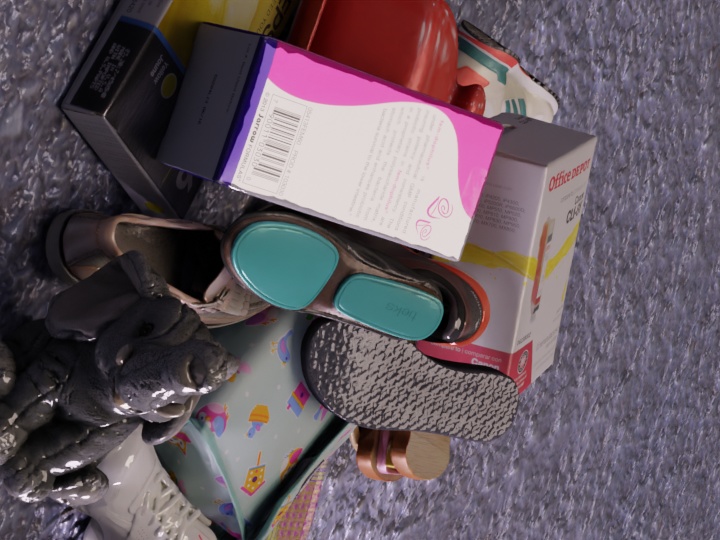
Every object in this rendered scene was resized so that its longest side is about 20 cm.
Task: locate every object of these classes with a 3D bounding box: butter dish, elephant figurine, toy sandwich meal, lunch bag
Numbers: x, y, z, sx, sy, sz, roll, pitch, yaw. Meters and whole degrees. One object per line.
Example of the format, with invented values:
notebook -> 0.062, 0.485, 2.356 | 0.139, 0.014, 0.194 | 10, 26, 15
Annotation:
butter dish -> 0.021, -0.137, 1.643 | 0.200, 0.148, 0.200 | 48, 60, -82
elephant figurine -> -0.142, 0.061, 1.402 | 0.141, 0.200, 0.155 | 29, 38, -51
toy sandwich meal -> 0.045, 0.078, 1.835 | 0.205, 0.070, 0.205 | 16, 90, -70
lunch bag -> -0.081, 0.113, 1.648 | 0.170, 0.122, 0.200 | -51, 141, -32

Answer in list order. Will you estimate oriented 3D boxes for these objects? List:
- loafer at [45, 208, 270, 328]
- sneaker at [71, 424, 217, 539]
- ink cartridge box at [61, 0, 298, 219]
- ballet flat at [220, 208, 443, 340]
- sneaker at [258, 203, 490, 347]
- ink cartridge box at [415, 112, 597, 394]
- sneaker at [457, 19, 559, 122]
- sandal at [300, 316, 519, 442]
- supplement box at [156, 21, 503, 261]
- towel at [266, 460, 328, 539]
loafer -> -0.119, -0.003, 1.506 | 0.200, 0.063, 0.072 | 12, 75, -44
sneaker -> -0.144, 0.167, 1.554 | 0.078, 0.099, 0.200 | -60, 166, -25
ink cartridge box -> -0.110, -0.140, 1.536 | 0.198, 0.047, 0.200 | -64, 152, -18
ballet flat -> -0.029, -0.002, 1.537 | 0.200, 0.068, 0.068 | 26, 106, -39
sneaker -> 0.000, 0.000, 1.656 | 0.082, 0.200, 0.077 | -23, 132, -75
ink cartridge box -> 0.113, -0.011, 1.742 | 0.145, 0.083, 0.200 | -31, 133, -65
sneaker -> 0.109, -0.149, 1.964 | 0.093, 0.070, 0.200 | -54, 156, 2
sandal -> 0.030, 0.084, 1.635 | 0.200, 0.043, 0.076 | 23, 93, -37
supplement box -> -0.019, -0.086, 1.490 | 0.200, 0.103, 0.101 | 18, 92, -31
towel -> -0.079, 0.140, 1.763 | 0.144, 0.023, 0.200 | 7, 100, -46
